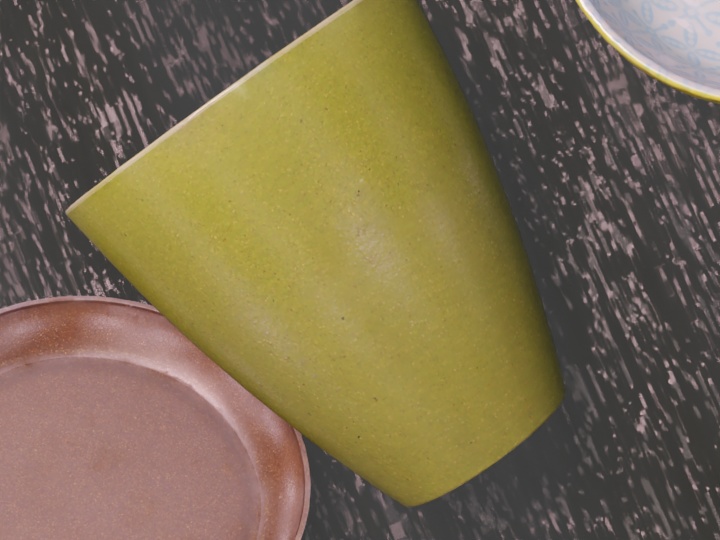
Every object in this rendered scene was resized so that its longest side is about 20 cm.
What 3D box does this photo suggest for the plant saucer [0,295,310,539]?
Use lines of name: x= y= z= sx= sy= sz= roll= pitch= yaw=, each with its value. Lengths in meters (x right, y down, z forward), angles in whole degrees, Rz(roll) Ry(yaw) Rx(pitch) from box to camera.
plant saucer: x=-0.123 y=0.097 z=0.909 sx=0.199 sy=0.032 sz=0.201 roll=8 pitch=49 yaw=-9

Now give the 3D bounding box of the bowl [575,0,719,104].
bowl: x=0.188 y=-0.165 z=0.889 sx=0.199 sy=0.108 sz=0.201 roll=-1 pitch=84 yaw=10

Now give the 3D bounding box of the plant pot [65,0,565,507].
plant pot: x=0.000 y=0.000 z=0.887 sx=0.187 sy=0.187 sz=0.200 roll=-35 pitch=95 yaw=5
